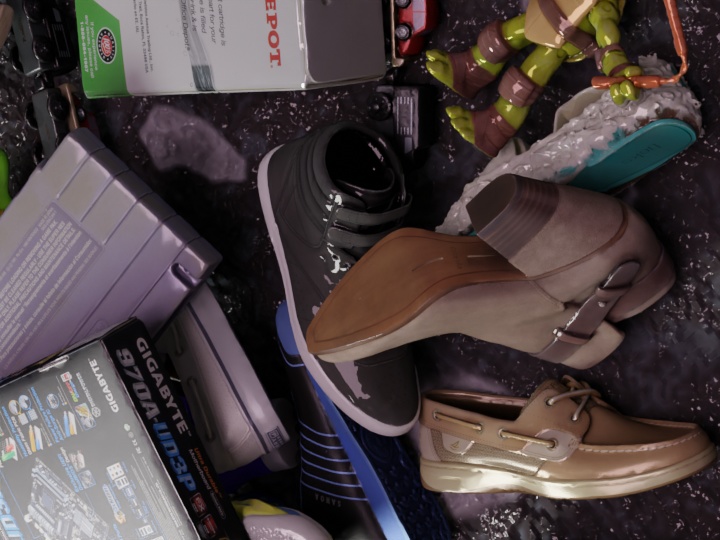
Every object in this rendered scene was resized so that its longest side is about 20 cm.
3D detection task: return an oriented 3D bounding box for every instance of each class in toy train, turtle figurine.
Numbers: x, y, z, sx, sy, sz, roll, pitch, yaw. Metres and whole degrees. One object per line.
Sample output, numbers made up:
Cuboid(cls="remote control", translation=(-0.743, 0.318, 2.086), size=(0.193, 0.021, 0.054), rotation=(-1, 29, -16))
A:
Cuboid(cls="toy train", translation=(0.027, -0.161, 1.346), size=(0.045, 0.034, 0.202), rotation=(3, 102, 25))
Cuboid(cls="toy train", translation=(-0.199, -0.090, 1.464), size=(0.034, 0.046, 0.202), rotation=(-17, 85, 37))
Cuboid(cls="turtle figurine", translation=(0.113, -0.155, 1.284), size=(0.161, 0.064, 0.201), rotation=(-40, 60, 27))

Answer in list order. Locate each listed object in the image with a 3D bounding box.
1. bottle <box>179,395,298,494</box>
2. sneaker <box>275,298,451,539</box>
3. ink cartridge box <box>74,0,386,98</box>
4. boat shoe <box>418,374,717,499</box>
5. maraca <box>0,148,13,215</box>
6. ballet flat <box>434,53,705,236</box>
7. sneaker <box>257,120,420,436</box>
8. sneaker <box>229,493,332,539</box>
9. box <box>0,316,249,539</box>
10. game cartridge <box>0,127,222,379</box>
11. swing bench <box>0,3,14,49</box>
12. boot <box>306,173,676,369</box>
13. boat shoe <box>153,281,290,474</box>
Cuboid(cls="bottle", translation=(-0.137, 0.125, 1.462), size=(0.198, 0.066, 0.084), rotation=(-12, 127, 22))
Cuboid(cls="sneaker", translation=(-0.017, 0.113, 1.401), size=(0.078, 0.070, 0.201), rotation=(-28, 83, 33))
Cuboid(cls="ink cartridge box", translation=(-0.085, -0.185, 1.355), size=(0.199, 0.083, 0.148), rotation=(3, 101, 40))
Cuboid(cls="boat shoe", translation=(0.120, 0.100, 1.322), size=(0.198, 0.071, 0.065), rotation=(-4, 98, 30))
Cuboid(cls="maraca", translation=(-0.258, 0.009, 1.482), size=(0.136, 0.107, 0.201), rotation=(-29, 100, -8))
Cuboid(cls="ballet flat", translation=(0.120, -0.063, 1.305), size=(0.199, 0.072, 0.072), rotation=(-32, 84, 27))
Cuboid(cls="sneaker", translation=(0.000, 0.000, 1.336), size=(0.099, 0.070, 0.202), rotation=(-37, 71, 59))
Cuboid(cls="sneaker", translation=(-0.066, 0.171, 1.406), size=(0.199, 0.105, 0.076), rotation=(-10, 103, 47))
Cuboid(cls="box", translation=(-0.159, 0.148, 1.350), size=(0.158, 0.046, 0.201), rotation=(-25, 94, 35))
Cuboid(cls="game cartridge", translation=(-0.192, 0.021, 1.389), size=(0.130, 0.038, 0.200), rotation=(44, 113, 9))
Cuboid(cls="swing bench", translation=(-0.339, -0.211, 1.462), size=(0.198, 0.129, 0.202), rotation=(9, 106, 43))
Cuboid(cls="boot", translation=(0.085, 0.021, 1.291), size=(0.199, 0.146, 0.071), rotation=(-34, 43, 30))
Cuboid(cls="boat shoe", translation=(-0.118, 0.045, 1.414), size=(0.069, 0.071, 0.201), rotation=(-29, 66, -3))
